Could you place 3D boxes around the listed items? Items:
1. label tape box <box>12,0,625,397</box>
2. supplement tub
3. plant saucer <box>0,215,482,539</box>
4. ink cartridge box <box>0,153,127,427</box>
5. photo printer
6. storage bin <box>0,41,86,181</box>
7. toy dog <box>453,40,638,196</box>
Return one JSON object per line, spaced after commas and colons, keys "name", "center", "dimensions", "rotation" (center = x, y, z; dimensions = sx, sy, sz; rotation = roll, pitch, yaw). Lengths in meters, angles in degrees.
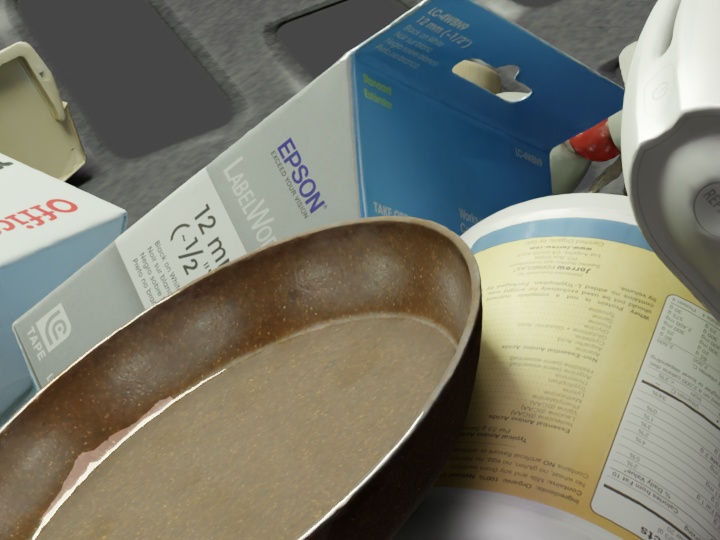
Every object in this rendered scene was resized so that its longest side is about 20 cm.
{"name": "label tape box", "center": [0.000, 0.000, 0.885], "dimensions": [0.200, 0.143, 0.066], "rotation": [-36, 63, 20]}
{"name": "supplement tub", "center": [0.060, 0.088, 0.776], "dimensions": [0.144, 0.145, 0.200], "rotation": [-3, 39, 28]}
{"name": "plant saucer", "center": [-0.045, 0.059, 0.740], "dimensions": [0.200, 0.035, 0.200], "rotation": [-27, 24, 13]}
{"name": "ink cartridge box", "center": [-0.213, -0.007, 0.983], "dimensions": [0.200, 0.083, 0.146], "rotation": [23, 26, 23]}
{"name": "photo printer", "center": [0.164, -0.014, 0.780], "dimensions": [0.069, 0.200, 0.166], "rotation": [-38, 10, 32]}
{"name": "storage bin", "center": [-0.287, -0.066, 1.401], "dimensions": [0.198, 0.094, 0.200], "rotation": [-31, 28, -27]}
{"name": "toy dog", "center": [0.100, -0.046, 1.119], "dimensions": [0.096, 0.132, 0.200], "rotation": [14, 5, -43]}
